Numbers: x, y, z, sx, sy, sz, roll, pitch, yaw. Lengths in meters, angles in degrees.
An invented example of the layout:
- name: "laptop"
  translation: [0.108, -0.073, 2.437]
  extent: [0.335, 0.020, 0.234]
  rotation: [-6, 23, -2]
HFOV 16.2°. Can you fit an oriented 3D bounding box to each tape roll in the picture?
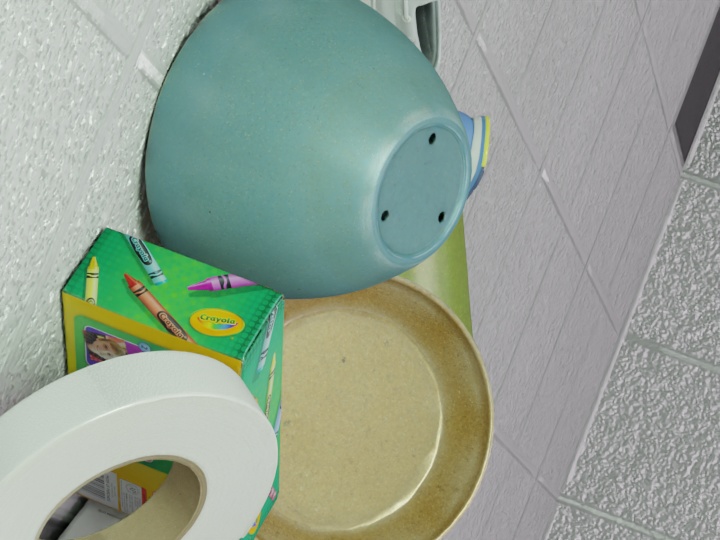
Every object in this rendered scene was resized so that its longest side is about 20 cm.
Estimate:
- name: "tape roll"
  translation: [-0.141, 0.128, 1.409]
  extent: [0.202, 0.037, 0.203]
  rotation: [-22, 142, -18]

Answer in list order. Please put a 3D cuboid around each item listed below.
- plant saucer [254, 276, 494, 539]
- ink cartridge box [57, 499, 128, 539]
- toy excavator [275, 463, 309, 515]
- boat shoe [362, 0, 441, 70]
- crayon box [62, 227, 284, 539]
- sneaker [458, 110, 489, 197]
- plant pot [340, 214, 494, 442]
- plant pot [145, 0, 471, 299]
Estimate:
- name: "plant saucer"
  translation: [-0.011, 0.098, 1.651]
  extent: [0.201, 0.200, 0.035]
  rotation: [-68, -161, -6]
- name: "ink cartridge box"
  translation: [-0.168, 0.242, 1.597]
  extent: [0.200, 0.084, 0.146]
  rotation: [-54, 158, -48]
- name: "toy excavator"
  translation: [-0.117, 0.210, 1.738]
  extent: [0.201, 0.100, 0.195]
  rotation: [-61, 170, -13]
- name: "boat shoe"
  translation: [0.034, -0.210, 1.776]
  extent: [0.201, 0.068, 0.072]
  rotation: [96, 20, -45]
- name: "crayon box"
  translation: [-0.111, 0.077, 1.516]
  extent: [0.200, 0.118, 0.058]
  rotation: [94, 21, -48]
- name: "sneaker"
  translation: [0.027, -0.056, 1.979]
  extent: [0.074, 0.082, 0.200]
  rotation: [-95, -151, -50]
- name: "plant pot"
  translation: [0.000, 0.000, 1.757]
  extent: [0.200, 0.199, 0.191]
  rotation: [-30, 125, -69]
- name: "plant pot"
  translation: [-0.013, -0.066, 1.525]
  extent: [0.200, 0.134, 0.201]
  rotation: [-26, 127, -41]
